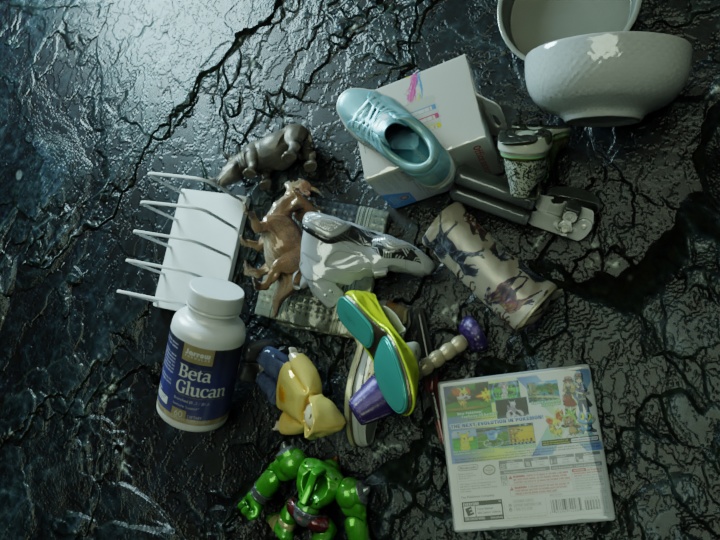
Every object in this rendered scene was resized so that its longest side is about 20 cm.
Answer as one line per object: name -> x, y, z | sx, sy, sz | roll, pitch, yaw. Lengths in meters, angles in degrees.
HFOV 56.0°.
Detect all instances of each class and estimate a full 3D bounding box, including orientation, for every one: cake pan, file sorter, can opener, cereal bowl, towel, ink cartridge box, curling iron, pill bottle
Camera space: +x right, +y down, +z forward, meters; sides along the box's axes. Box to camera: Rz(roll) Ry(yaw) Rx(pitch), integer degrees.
cake pan -> 0.293, -0.372, 0.956 | 0.195, 0.037, 0.206 | -5, 76, 21
file sorter -> -0.282, -0.042, 1.071 | 0.135, 0.124, 0.206 | 8, 81, 23
can opener -> 0.217, -0.093, 0.903 | 0.195, 0.053, 0.067 | 17, 45, 6
cereal bowl -> 0.302, -0.227, 0.840 | 0.195, 0.199, 0.086 | 3, 95, 22
towel -> -0.058, -0.006, 1.027 | 0.188, 0.034, 0.205 | 11, 80, 21
ink cartridge box -> 0.105, -0.191, 0.944 | 0.195, 0.128, 0.129 | -17, 72, 17
curling iron -> 0.107, 0.149, 0.922 | 0.048, 0.026, 0.205 | -19, 71, 8
pill bottle -> -0.228, 0.119, 0.986 | 0.109, 0.110, 0.205 | 23, 108, 25

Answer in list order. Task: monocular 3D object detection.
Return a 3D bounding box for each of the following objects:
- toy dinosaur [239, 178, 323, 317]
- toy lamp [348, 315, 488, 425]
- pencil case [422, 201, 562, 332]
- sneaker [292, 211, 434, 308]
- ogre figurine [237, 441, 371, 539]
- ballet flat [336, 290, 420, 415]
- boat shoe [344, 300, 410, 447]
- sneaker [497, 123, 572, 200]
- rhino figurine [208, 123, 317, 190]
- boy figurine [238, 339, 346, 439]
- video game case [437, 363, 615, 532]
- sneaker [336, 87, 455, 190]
toy dinosaur -> -0.105, -0.037, 0.994 | 0.132, 0.086, 0.206 | -8, 90, -20
toy lamp -> 0.073, 0.131, 0.882 | 0.198, 0.059, 0.059 | -33, 66, -13
pencil case -> 0.170, -0.009, 0.903 | 0.200, 0.088, 0.079 | 46, 131, 25
sneaker -> 0.000, 0.000, 0.949 | 0.195, 0.075, 0.118 | 18, 97, 0
ogre figurine -> -0.062, 0.317, 0.916 | 0.197, 0.097, 0.123 | 25, 100, 36
ballet flat -> 0.037, 0.093, 0.851 | 0.201, 0.065, 0.068 | 54, 138, 42
boat shoe -> 0.024, 0.143, 0.930 | 0.067, 0.075, 0.206 | 6, 86, 18
sneaker -> 0.218, -0.139, 0.864 | 0.075, 0.199, 0.091 | 11, 110, 28
rhino figurine -> -0.159, -0.175, 1.083 | 0.195, 0.060, 0.089 | -16, 48, 19
boy figurine -> -0.096, 0.178, 0.949 | 0.199, 0.063, 0.127 | 34, 113, 44
video game case -> 0.204, 0.223, 0.852 | 0.194, 0.022, 0.188 | -9, 75, 12
sneaker -> 0.037, -0.182, 0.853 | 0.199, 0.082, 0.075 | 38, 93, 25
